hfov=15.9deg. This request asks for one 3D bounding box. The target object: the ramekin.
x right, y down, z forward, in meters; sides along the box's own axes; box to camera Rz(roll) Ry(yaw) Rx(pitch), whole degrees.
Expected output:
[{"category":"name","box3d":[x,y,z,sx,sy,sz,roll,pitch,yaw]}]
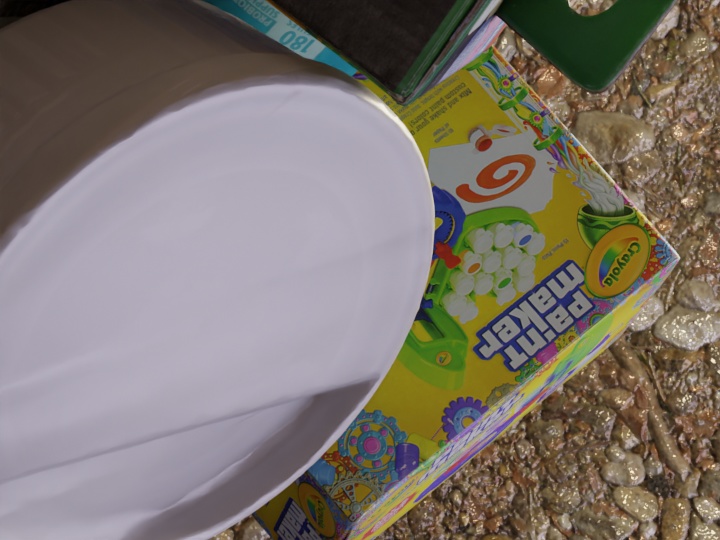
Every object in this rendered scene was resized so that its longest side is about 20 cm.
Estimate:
[{"category":"ramekin","box3d":[-0.081,-0.001,0.869,0.202,0.094,0.203,-25,138,-25]}]

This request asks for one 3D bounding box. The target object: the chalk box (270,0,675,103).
[{"category":"chalk box","box3d":[0.018,-0.142,0.837,0.125,0.200,0.124,-53,177,19]}]

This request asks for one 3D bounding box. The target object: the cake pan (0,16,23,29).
[{"category":"cake pan","box3d":[-0.136,-0.005,0.932,0.200,0.037,0.201,-28,135,-31]}]

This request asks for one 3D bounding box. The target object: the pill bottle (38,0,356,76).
[{"category":"pill bottle","box3d":[-0.060,-0.098,1.023,0.200,0.111,0.111,-42,-175,42]}]

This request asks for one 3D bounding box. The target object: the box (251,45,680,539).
[{"category":"box","box3d":[0.000,0.000,1.185,0.200,0.193,0.122,-37,169,-21]}]
